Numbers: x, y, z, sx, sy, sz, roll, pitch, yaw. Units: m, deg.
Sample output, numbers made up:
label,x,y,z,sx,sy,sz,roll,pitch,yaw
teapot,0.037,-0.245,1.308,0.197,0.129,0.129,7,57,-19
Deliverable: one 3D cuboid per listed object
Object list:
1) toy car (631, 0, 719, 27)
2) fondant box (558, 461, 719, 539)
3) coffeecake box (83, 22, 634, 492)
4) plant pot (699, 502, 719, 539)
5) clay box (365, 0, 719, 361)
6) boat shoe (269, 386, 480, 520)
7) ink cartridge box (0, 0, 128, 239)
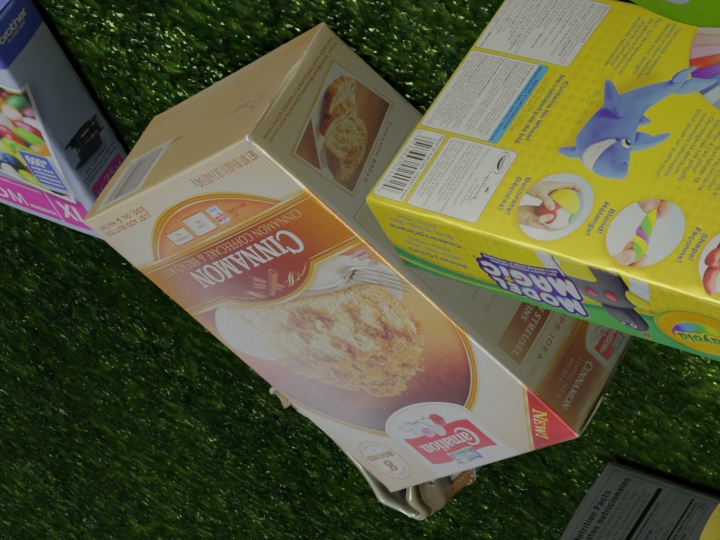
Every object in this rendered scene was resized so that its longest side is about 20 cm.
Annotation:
label,x,y,z,sx,sy,sz,roll,pitch,yaw
toy car,0.166,-0.103,0.823,0.158,0.164,0.200,24,168,24
fondant box,0.209,0.178,1.440,0.200,0.058,0.144,18,153,38
coffeecake box,0.000,0.000,1.331,0.200,0.073,0.153,42,149,-17
plant pot,0.213,0.146,1.237,0.200,0.200,0.142,46,180,-26
clay box,0.114,-0.033,1.071,0.200,0.115,0.048,19,154,36
boat shoe,-0.009,0.041,1.456,0.200,0.068,0.075,45,156,-22
ink cartridge box,-0.191,-0.098,1.473,0.119,0.042,0.200,19,151,33
